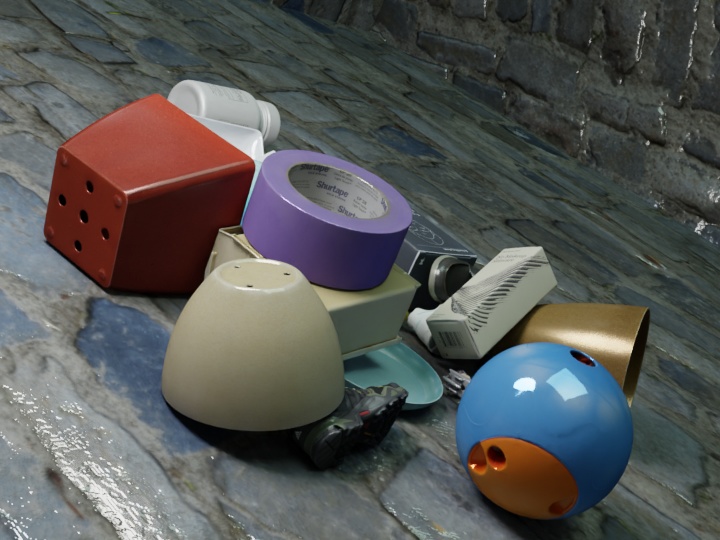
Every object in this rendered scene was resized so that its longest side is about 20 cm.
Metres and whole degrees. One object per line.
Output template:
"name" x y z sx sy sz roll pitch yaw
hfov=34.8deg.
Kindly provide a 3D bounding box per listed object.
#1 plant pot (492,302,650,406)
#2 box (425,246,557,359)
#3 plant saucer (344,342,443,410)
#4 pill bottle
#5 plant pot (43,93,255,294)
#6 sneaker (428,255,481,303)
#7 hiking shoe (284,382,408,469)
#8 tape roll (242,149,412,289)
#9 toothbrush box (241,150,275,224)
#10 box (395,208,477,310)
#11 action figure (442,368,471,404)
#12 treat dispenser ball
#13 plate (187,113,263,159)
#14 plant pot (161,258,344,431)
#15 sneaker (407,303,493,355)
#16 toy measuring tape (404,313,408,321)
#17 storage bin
"plant pot" 0.301 0.120 1.669 0.200 0.187 0.186 15 14 20
"box" 0.189 0.045 1.640 0.082 0.068 0.200 -4 28 48
"plant saucer" 0.012 0.125 1.489 0.200 0.027 0.200 22 19 -8
"pill bottle" -0.248 -0.278 2.102 0.200 0.114 0.114 3 29 -48
"plant pot" -0.281 -0.084 1.447 0.200 0.200 0.176 35 33 27
"sneaker" 0.188 0.026 1.753 0.106 0.075 0.200 9 -5 34
"hiking shoe" -0.021 0.151 1.300 0.101 0.076 0.200 36 22 20
"tape roll" -0.042 -0.066 1.440 0.200 0.085 0.200 19 27 -10
"toothbrush box" -0.143 -0.078 1.656 0.146 0.085 0.200 33 41 22
"box" 0.057 -0.031 1.839 0.148 0.107 0.200 5 26 -47
"action figure" 0.185 0.167 1.542 0.130 0.069 0.200 40 26 20
"treat dispenser ball" 0.209 0.183 1.313 0.201 0.201 0.201 22 19 -8
"plate" -0.229 -0.135 1.732 0.199 0.032 0.200 9 65 -40
"plant pot" -0.112 0.065 1.233 0.200 0.135 0.200 4 20 -1
"sneaker" 0.154 0.080 1.725 0.200 0.071 0.080 6 24 -44
"toy measuring tape" 0.000 0.000 1.688 0.200 0.074 0.074 50 15 -11
"storage bin" -0.063 0.019 1.464 0.198 0.094 0.200 38 31 28
